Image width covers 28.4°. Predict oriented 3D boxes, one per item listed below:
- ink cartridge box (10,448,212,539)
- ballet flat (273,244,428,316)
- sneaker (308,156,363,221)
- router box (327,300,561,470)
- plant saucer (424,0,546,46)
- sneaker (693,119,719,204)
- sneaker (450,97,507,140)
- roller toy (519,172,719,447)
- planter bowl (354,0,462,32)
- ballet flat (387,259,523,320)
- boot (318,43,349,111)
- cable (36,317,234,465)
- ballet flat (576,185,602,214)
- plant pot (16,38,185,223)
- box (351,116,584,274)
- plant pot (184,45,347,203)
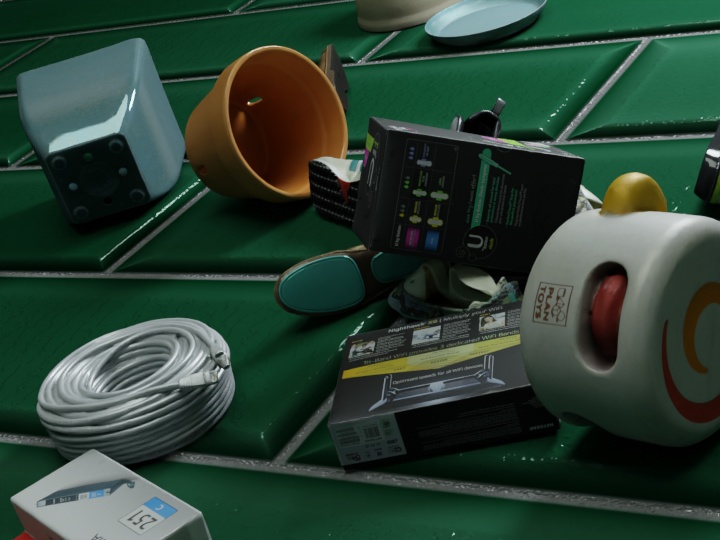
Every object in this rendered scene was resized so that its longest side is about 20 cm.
[{"bbox_3d":[-0.251,0.242,1.232,0.176,0.045,0.200,-32,28,-29],"label":"ink cartridge box"},{"bbox_3d":[0.000,0.000,1.545,0.199,0.068,0.072,-22,5,-8],"label":"ballet flat"},{"bbox_3d":[0.012,-0.100,1.744,0.093,0.071,0.200,-11,17,-29],"label":"sneaker"},{"bbox_3d":[0.078,0.100,1.290,0.199,0.052,0.157,-12,25,13],"label":"router box"},{"bbox_3d":[0.201,-0.399,2.255,0.199,0.028,0.200,-15,25,7],"label":"plant saucer"},{"bbox_3d":[0.413,-0.116,1.519,0.083,0.072,0.200,18,38,15],"label":"sneaker"},{"bbox_3d":[0.124,-0.130,1.594,0.077,0.140,0.200,25,11,-6],"label":"sneaker"},{"bbox_3d":[0.222,0.041,1.153,0.139,0.201,0.182,8,41,45],"label":"roller toy"},{"bbox_3d":[0.074,-0.509,2.438,0.199,0.135,0.200,-15,26,7],"label":"planter bowl"},{"bbox_3d":[0.094,0.019,1.427,0.074,0.074,0.200,-34,29,-31],"label":"ballet flat"},{"bbox_3d":[-0.060,-0.284,2.154,0.075,0.074,0.200,-22,26,14],"label":"boot"},{"bbox_3d":[-0.224,0.119,1.436,0.199,0.069,0.200,-21,24,-4],"label":"cable"},{"bbox_3d":[0.227,-0.053,1.505,0.072,0.072,0.200,-16,25,5],"label":"ballet flat"},{"bbox_3d":[-0.364,-0.176,1.998,0.196,0.196,0.200,-17,33,2],"label":"plant pot"},{"bbox_3d":[0.103,-0.075,1.428,0.199,0.125,0.149,7,9,-7],"label":"box"},{"bbox_3d":[-0.136,-0.177,1.856,0.140,0.201,0.200,-14,20,47],"label":"plant pot"}]
